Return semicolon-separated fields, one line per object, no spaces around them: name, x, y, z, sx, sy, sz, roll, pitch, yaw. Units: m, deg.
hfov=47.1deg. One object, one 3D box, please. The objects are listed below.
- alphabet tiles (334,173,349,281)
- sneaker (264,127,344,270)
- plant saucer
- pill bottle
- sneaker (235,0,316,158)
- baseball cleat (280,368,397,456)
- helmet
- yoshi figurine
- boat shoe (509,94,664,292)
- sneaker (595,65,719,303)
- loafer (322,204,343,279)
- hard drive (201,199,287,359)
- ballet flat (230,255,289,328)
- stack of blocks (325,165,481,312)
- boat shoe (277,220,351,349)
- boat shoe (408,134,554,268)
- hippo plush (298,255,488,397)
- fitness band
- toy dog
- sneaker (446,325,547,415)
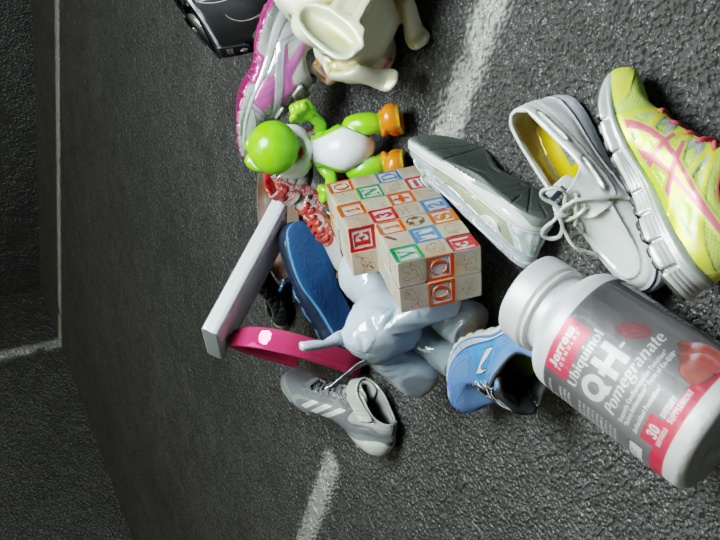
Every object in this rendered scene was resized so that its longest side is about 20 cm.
alphabet tiles;-0.044;-0.085;1.176;0.196;0.014;0.201;50;139;39
sneaker;-0.069;-0.085;1.095;0.067;0.107;0.203;-4;97;60
plant saucer;-0.113;-0.081;1.256;0.200;0.034;0.202;172;90;-66
pill bottle;0.212;0.072;0.675;0.200;0.110;0.112;39;132;37
sneaker;-0.102;-0.228;1.029;0.082;0.087;0.201;-106;34;-61
baseball cleat;-0.027;0.173;1.155;0.199;0.070;0.107;28;130;23
helmet;-0.153;-0.394;1.083;0.201;0.190;0.200;51;174;8
yoshi figurine;-0.048;-0.143;0.972;0.112;0.198;0.113;74;-164;-53
boat shoe;0.187;-0.065;0.715;0.203;0.085;0.075;66;149;17
sneaker;0.248;-0.080;0.637;0.090;0.078;0.202;-28;65;27
loafer;0.000;0.000;1.061;0.073;0.072;0.202;1;106;66
hard drive;-0.155;0.014;1.132;0.027;0.201;0.132;25;160;3
ballet flat;-0.156;0.033;1.310;0.067;0.057;0.201;54;170;35
stack of blocks;0.040;-0.037;0.879;0.200;0.114;0.059;-117;17;-56
boat shoe;-0.074;0.029;1.150;0.068;0.084;0.202;-4;112;45
boat shoe;0.115;-0.080;0.851;0.202;0.074;0.065;41;130;37
hippo plush;0.037;0.044;0.960;0.161;0.198;0.160;-108;-7;-48
fitness band;-0.089;0.113;1.145;0.143;0.199;0.038;3;76;47
toy dog;-0.022;-0.273;0.921;0.192;0.200;0.141;22;85;14
sneaker;0.141;0.104;0.833;0.200;0.078;0.090;-53;15;53
